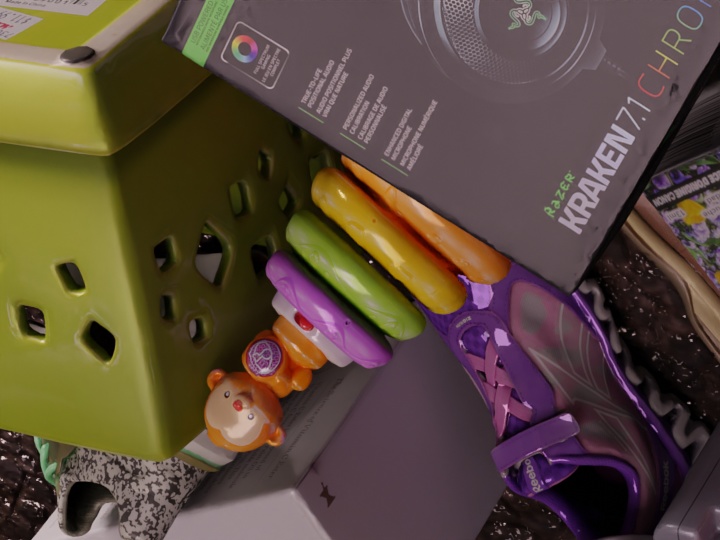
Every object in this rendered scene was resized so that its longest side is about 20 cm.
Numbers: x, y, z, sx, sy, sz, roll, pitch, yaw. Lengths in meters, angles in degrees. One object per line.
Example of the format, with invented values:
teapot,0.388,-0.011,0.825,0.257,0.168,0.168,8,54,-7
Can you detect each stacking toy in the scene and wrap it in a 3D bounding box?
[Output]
stacking toy,0.000,0.000,1.065,0.116,0.200,0.110,42,180,10

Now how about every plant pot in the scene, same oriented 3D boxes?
plant pot,-0.132,-0.052,1.129,0.199,0.199,0.182,10,125,27

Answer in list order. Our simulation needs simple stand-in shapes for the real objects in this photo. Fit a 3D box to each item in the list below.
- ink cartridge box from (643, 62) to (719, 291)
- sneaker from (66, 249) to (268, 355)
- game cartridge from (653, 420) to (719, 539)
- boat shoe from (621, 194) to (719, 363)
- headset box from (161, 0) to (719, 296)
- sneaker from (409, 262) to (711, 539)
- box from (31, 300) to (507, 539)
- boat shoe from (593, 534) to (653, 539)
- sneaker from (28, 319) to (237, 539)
ink cartridge box,0.208,0.001,1.009,0.050,0.109,0.200,-24,111,44
sneaker,-0.090,0.023,1.264,0.199,0.085,0.073,23,148,47
game cartridge,0.187,0.150,1.135,0.041,0.133,0.201,8,131,27
boat shoe,0.149,-0.031,1.060,0.067,0.072,0.200,-37,94,11
headset box,0.045,-0.124,0.898,0.199,0.093,0.175,33,120,7
sneaker,0.087,0.059,1.156,0.200,0.089,0.080,48,138,-11
box,-0.043,0.118,1.244,0.199,0.152,0.107,-15,117,41
boat shoe,0.154,0.187,1.179,0.072,0.071,0.200,-17,148,22
sneaker,-0.139,0.083,1.197,0.077,0.089,0.200,31,172,-34
